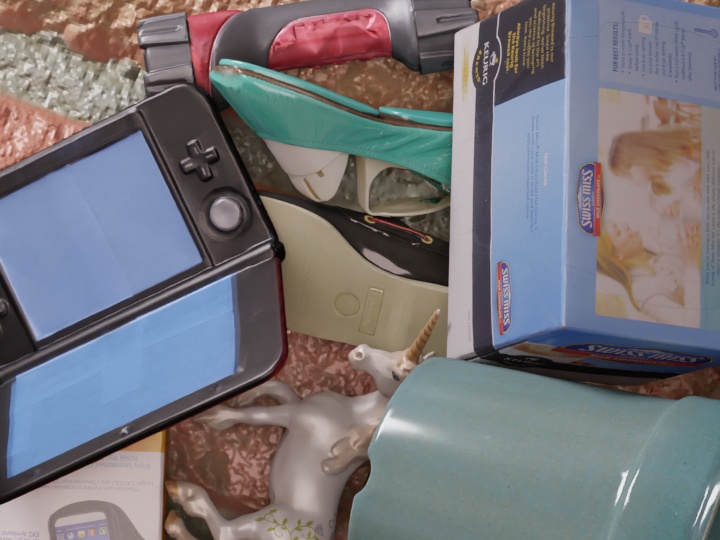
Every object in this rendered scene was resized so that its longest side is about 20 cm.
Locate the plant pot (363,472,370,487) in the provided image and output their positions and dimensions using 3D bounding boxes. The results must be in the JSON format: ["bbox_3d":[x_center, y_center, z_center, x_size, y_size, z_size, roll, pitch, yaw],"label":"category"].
[{"bbox_3d":[0.091,0.158,1.536,0.200,0.027,0.200,-2,79,11],"label":"plant pot"}]

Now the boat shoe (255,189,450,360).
[{"bbox_3d":[-0.001,0.002,1.556,0.201,0.063,0.074,22,118,2],"label":"boat shoe"}]

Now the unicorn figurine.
[{"bbox_3d":[-0.035,0.107,1.533,0.137,0.074,0.200,13,88,13],"label":"unicorn figurine"}]

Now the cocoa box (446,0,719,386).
[{"bbox_3d":[0.136,-0.045,1.482,0.133,0.131,0.200,8,76,-26],"label":"cocoa box"}]

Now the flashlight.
[{"bbox_3d":[-0.029,-0.129,1.556,0.200,0.068,0.068,-7,105,-1],"label":"flashlight"}]

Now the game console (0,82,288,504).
[{"bbox_3d":[-0.152,0.011,1.490,0.200,0.119,0.172,-25,93,12],"label":"game console"}]

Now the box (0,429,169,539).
[{"bbox_3d":[-0.175,0.186,1.558,0.119,0.041,0.200,2,90,0],"label":"box"}]

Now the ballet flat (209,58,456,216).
[{"bbox_3d":[0.000,-0.069,1.526,0.200,0.067,0.070,11,95,-28],"label":"ballet flat"}]

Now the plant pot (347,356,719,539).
[{"bbox_3d":[0.109,0.142,1.426,0.196,0.200,0.200,14,88,21],"label":"plant pot"}]
